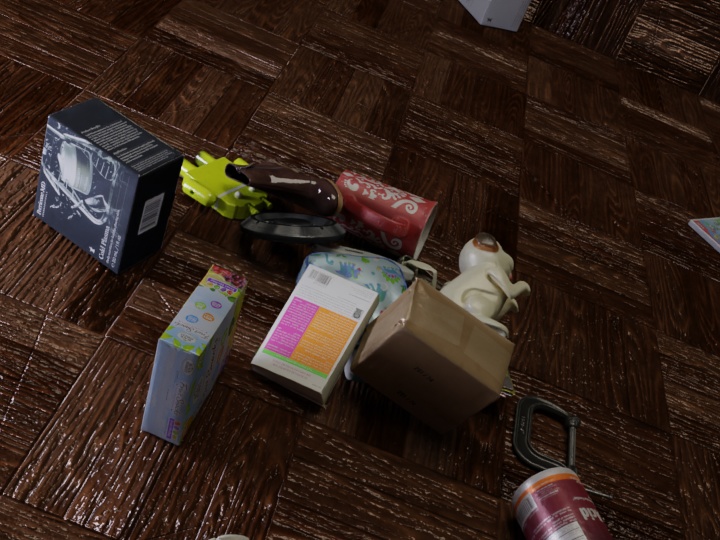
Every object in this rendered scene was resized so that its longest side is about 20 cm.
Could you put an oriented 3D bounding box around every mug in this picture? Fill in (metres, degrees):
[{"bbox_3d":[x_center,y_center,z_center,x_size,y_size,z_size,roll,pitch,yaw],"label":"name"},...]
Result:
[{"bbox_3d":[0.040,-0.119,1.900,0.197,0.178,0.135,24,72,9],"label":"mug"}]

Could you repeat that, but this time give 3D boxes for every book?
[{"bbox_3d":[-0.071,0.096,1.546,0.131,0.048,0.202,23,62,16],"label":"book"}]

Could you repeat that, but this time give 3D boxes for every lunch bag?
[{"bbox_3d":[-0.013,0.056,1.675,0.196,0.083,0.163,5,51,-25],"label":"lunch bag"}]

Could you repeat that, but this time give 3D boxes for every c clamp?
[{"bbox_3d":[0.334,0.294,1.635,0.167,0.027,0.202,16,35,-3],"label":"c clamp"}]

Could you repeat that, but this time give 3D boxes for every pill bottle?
[{"bbox_3d":[0.305,0.396,1.388,0.112,0.116,0.202,5,38,-26],"label":"pill bottle"}]

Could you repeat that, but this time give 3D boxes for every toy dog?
[{"bbox_3d":[0.210,0.035,1.758,0.190,0.141,0.202,18,59,12],"label":"toy dog"}]

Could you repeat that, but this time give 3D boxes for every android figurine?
[{"bbox_3d":[-0.261,-0.165,1.886,0.198,0.042,0.181,35,35,19],"label":"android figurine"}]

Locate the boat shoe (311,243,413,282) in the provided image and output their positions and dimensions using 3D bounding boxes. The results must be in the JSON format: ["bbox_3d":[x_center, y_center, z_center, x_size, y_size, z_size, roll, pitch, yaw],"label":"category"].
[{"bbox_3d":[0.000,0.000,1.798,0.196,0.065,0.071,15,11,-4],"label":"boat shoe"}]

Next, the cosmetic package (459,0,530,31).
[{"bbox_3d":[0.461,-0.945,3.299,0.162,0.167,0.201,2,39,-30],"label":"cosmetic package"}]

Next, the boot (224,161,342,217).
[{"bbox_3d":[-0.145,-0.153,1.828,0.164,0.074,0.199,-1,23,-44],"label":"boot"}]

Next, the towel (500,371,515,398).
[{"bbox_3d":[0.174,0.160,1.679,0.197,0.023,0.144,24,13,1],"label":"towel"}]

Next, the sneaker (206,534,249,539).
[{"bbox_3d":[-0.203,0.388,1.143,0.198,0.081,0.084,-29,71,-40],"label":"sneaker"}]

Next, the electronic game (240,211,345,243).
[{"bbox_3d":[-0.124,-0.075,1.787,0.195,0.043,0.200,5,11,-1],"label":"electronic game"}]

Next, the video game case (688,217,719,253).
[{"bbox_3d":[0.978,-0.090,2.567,0.197,0.018,0.144,-6,44,-37],"label":"video game case"}]

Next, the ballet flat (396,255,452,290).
[{"bbox_3d":[0.140,0.038,1.825,0.199,0.073,0.072,38,36,20],"label":"ballet flat"}]

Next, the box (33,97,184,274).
[{"bbox_3d":[-0.420,-0.142,1.606,0.195,0.203,0.124,33,35,15],"label":"box"}]

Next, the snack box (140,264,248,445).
[{"bbox_3d":[-0.236,0.118,1.389,0.066,0.171,0.201,21,34,4],"label":"snack box"}]

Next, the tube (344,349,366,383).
[{"bbox_3d":[0.070,0.172,1.623,0.196,0.051,0.079,12,46,-26],"label":"tube"}]

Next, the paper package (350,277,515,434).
[{"bbox_3d":[0.109,0.137,1.512,0.198,0.191,0.105,34,51,-10],"label":"paper package"}]
